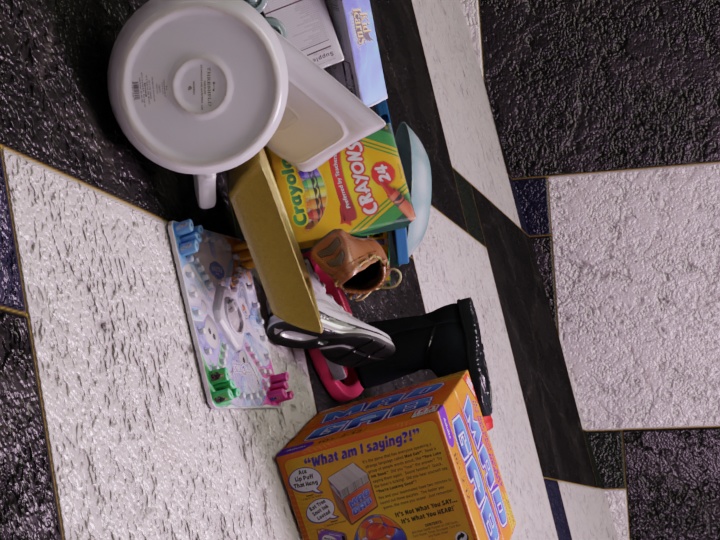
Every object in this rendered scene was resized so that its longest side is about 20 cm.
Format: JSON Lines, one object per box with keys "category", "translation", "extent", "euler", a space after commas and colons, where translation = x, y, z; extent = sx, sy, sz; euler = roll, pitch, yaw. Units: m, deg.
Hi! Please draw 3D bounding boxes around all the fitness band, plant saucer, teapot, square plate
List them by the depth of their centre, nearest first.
{"category": "teapot", "translation": [-0.168, -0.195, 1.467], "extent": [0.197, 0.200, 0.146], "euler": [40, 4, -16]}
{"category": "plant saucer", "translation": [-0.101, -0.041, 1.574], "extent": [0.200, 0.048, 0.202], "euler": [-112, -177, -73]}
{"category": "square plate", "translation": [-0.094, -0.189, 1.594], "extent": [0.197, 0.200, 0.029], "euler": [37, 64, -16]}
{"category": "fitness band", "translation": [-0.041, 0.072, 1.853], "extent": [0.144, 0.037, 0.202], "euler": [-62, 134, -72]}
{"category": "plant saucer", "translation": [0.071, -0.105, 1.998], "extent": [0.201, 0.038, 0.204], "euler": [-178, -90, -83]}

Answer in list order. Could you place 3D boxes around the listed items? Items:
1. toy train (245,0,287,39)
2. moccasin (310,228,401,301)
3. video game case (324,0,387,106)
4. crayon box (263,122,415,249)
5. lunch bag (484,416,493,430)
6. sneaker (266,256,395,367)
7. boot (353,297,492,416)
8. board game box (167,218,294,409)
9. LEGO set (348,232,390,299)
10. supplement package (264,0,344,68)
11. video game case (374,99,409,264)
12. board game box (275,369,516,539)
{"category": "toy train", "translation": [-0.165, -0.306, 1.670], "extent": [0.201, 0.113, 0.085], "euler": [64, -10, -19]}
{"category": "moccasin", "translation": [0.001, -0.001, 1.730], "extent": [0.078, 0.073, 0.201], "euler": [55, 2, 13]}
{"category": "video game case", "translation": [-0.046, -0.328, 1.850], "extent": [0.181, 0.045, 0.202], "euler": [30, -41, 51]}
{"category": "crayon box", "translation": [-0.043, -0.098, 1.738], "extent": [0.051, 0.198, 0.128], "euler": [142, -66, -69]}
{"category": "lunch bag", "translation": [0.088, 0.214, 1.881], "extent": [0.200, 0.174, 0.083], "euler": [-17, 93, -75]}
{"category": "sneaker", "translation": [-0.036, 0.043, 1.740], "extent": [0.199, 0.075, 0.116], "euler": [21, 50, -43]}
{"category": "boot", "translation": [0.077, 0.127, 1.826], "extent": [0.201, 0.166, 0.077], "euler": [-96, 166, -49]}
{"category": "board game box", "translation": [-0.137, 0.050, 1.560], "extent": [0.200, 0.026, 0.202], "euler": [16, 58, -72]}
{"category": "LEGO set", "translation": [-0.020, -0.037, 1.944], "extent": [0.200, 0.114, 0.156], "euler": [-94, -178, -78]}
{"category": "supplement package", "translation": [-0.118, -0.336, 1.794], "extent": [0.109, 0.113, 0.202], "euler": [7, -61, 66]}
{"category": "video game case", "translation": [0.041, -0.124, 1.923], "extent": [0.201, 0.018, 0.144], "euler": [-99, -178, -53]}
{"category": "board game box", "translation": [0.048, 0.257, 1.658], "extent": [0.200, 0.198, 0.202], "euler": [-35, 107, -73]}
